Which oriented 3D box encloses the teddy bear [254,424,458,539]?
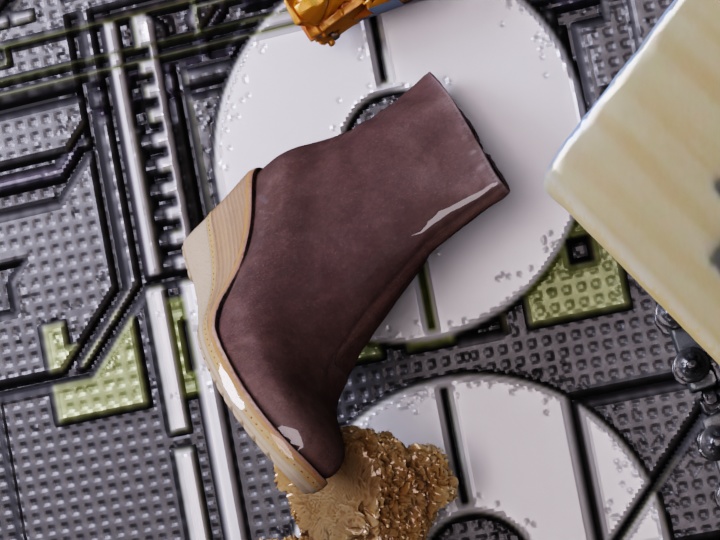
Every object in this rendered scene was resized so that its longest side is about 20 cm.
[{"bbox_3d":[-0.003,0.176,1.320,0.145,0.067,0.201,-11,92,25],"label":"teddy bear"}]

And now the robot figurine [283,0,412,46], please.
[{"bbox_3d":[0.030,-0.212,1.317,0.200,0.058,0.145,-36,80,12],"label":"robot figurine"}]

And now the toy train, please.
[{"bbox_3d":[0.195,0.098,1.276,0.046,0.034,0.201,-18,83,2],"label":"toy train"}]

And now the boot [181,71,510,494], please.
[{"bbox_3d":[0.000,0.000,1.276,0.166,0.072,0.200,-32,44,9],"label":"boot"}]

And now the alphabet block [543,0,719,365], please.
[{"bbox_3d":[0.240,-0.047,1.154,0.200,0.195,0.197,46,117,20],"label":"alphabet block"}]
